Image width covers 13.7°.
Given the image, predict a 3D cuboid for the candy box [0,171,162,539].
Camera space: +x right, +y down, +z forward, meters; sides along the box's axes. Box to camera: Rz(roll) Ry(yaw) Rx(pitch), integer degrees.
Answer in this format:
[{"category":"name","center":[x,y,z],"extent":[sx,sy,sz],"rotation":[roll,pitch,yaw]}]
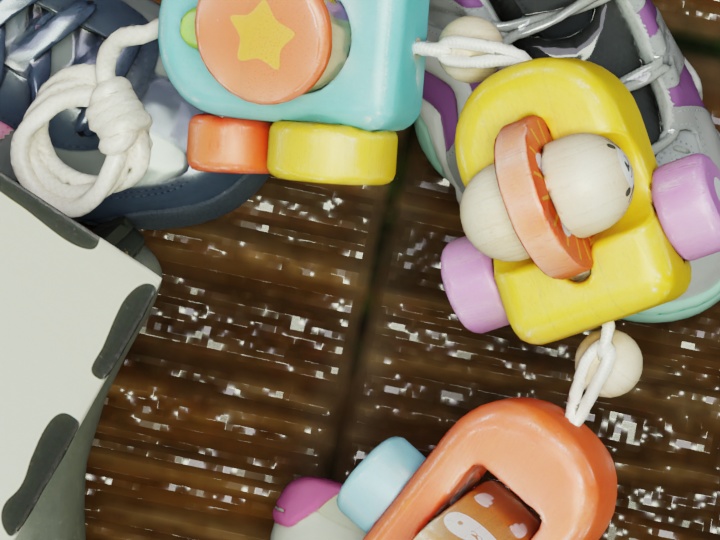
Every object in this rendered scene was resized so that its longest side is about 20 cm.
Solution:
[{"category":"candy box","center":[-0.153,0.050,0.681],"extent":[0.136,0.061,0.200],"rotation":[35,61,-11]}]

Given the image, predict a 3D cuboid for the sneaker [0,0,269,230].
[{"category":"sneaker","center":[-0.117,-0.067,0.802],"extent":[0.200,0.082,0.070],"rotation":[19,78,2]}]

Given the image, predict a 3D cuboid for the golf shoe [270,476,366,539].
[{"category":"golf shoe","center":[0.052,0.129,0.779],"extent":[0.200,0.075,0.092],"rotation":[33,85,5]}]

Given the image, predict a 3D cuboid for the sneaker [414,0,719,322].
[{"category":"sneaker","center":[0.042,-0.081,0.776],"extent":[0.078,0.140,0.200],"rotation":[-34,83,-11]}]

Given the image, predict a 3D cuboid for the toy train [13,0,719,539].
[{"category":"toy train","center":[0.000,0.000,0.718],"extent":[0.200,0.056,0.150],"rotation":[46,106,12]}]

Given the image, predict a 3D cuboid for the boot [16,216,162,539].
[{"category":"boot","center":[-0.079,0.096,0.791],"extent":[0.131,0.068,0.200],"rotation":[38,65,-16]}]
